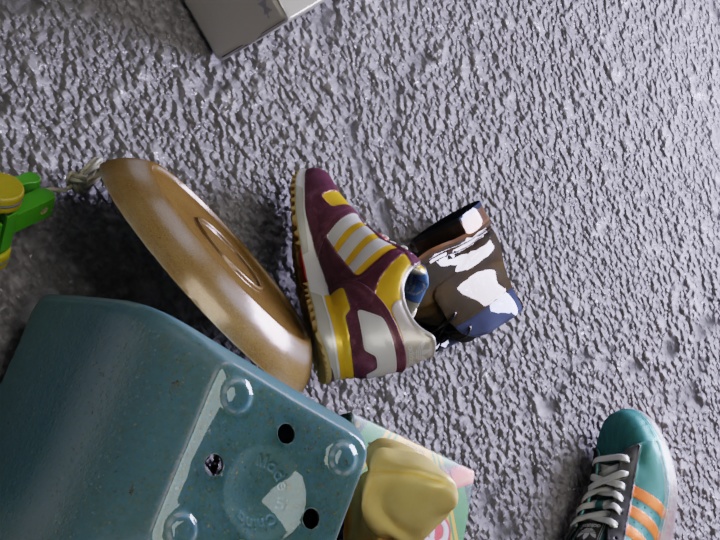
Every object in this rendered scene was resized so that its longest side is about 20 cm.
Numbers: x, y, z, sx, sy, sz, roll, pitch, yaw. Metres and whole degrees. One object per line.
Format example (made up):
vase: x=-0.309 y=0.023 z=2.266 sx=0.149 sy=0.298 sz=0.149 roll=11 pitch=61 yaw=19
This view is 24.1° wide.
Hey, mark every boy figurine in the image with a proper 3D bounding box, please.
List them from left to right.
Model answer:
boy figurine: x=0.005 y=0.163 z=1.071 sx=0.064 sy=0.200 sz=0.125 roll=17 pitch=69 yaw=-10

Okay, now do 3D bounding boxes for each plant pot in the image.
plant pot: x=-0.108 y=0.133 z=1.021 sx=0.196 sy=0.200 sz=0.196 roll=33 pitch=66 yaw=-29
plant pot: x=-0.094 y=-0.004 z=1.112 sx=0.027 sy=0.200 sz=0.200 roll=-41 pitch=110 yaw=4

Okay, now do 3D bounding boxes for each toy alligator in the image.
toy alligator: x=-0.239 y=-0.039 z=1.077 sx=0.054 sy=0.059 sz=0.200 roll=30 pitch=35 yaw=12

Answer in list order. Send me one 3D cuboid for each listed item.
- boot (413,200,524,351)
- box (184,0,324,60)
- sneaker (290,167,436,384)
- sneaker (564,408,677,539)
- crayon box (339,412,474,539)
boot: x=0.058 y=0.028 z=1.294 sx=0.200 sy=0.075 sz=0.097 roll=-38 pitch=100 yaw=-42
box: x=-0.038 y=-0.243 z=1.278 sx=0.200 sy=0.095 sz=0.078 roll=-38 pitch=102 yaw=-42
sneaker: x=0.000 y=0.000 z=1.201 sx=0.090 sy=0.075 sz=0.200 roll=-6 pitch=46 yaw=-5
sneaker: x=0.207 y=0.207 z=1.372 sx=0.080 sy=0.071 sz=0.201 roll=16 pitch=69 yaw=-41
crayon box: x=0.008 y=0.218 z=1.213 sx=0.127 sy=0.051 sz=0.201 roll=28 pitch=62 yaw=-33
